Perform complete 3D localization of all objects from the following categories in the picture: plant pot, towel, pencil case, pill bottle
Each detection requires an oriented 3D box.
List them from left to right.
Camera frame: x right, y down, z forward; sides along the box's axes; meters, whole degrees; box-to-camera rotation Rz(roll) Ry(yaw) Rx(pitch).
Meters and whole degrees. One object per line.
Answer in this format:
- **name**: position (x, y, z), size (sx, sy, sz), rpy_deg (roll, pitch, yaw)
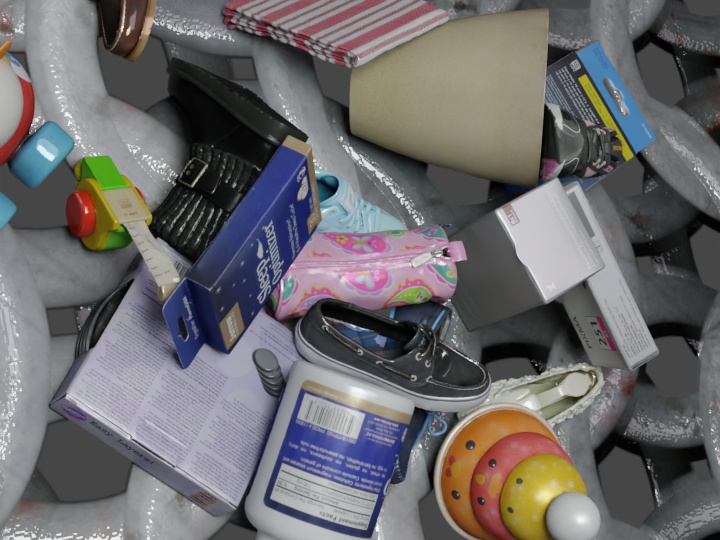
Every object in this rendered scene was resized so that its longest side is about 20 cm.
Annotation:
- **pill bottle**: position (-0.037, 0.192, 1.242), size (0.119, 0.120, 0.201), rpy_deg (21, 87, -26)
- **towel**: position (-0.026, -0.260, 1.425), size (0.146, 0.199, 0.030), rpy_deg (-33, 135, -37)
- **pencil case**: position (0.000, 0.000, 1.361), size (0.199, 0.087, 0.088), rpy_deg (-5, 74, -18)
- **plant pot**: position (0.091, -0.185, 1.451), size (0.199, 0.188, 0.188), rpy_deg (4, 66, 5)

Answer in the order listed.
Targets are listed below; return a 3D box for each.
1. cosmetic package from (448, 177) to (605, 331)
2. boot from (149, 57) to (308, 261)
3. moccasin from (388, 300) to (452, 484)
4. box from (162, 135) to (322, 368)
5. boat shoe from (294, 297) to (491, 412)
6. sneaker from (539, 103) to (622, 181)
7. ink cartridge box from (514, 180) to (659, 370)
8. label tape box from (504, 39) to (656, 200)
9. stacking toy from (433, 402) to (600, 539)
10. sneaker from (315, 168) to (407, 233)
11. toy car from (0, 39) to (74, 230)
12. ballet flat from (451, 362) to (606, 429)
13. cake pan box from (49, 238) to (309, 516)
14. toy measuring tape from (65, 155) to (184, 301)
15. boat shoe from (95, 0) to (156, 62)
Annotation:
- **cosmetic package**: position (0.153, -0.012, 1.416), size (0.090, 0.200, 0.107), rpy_deg (-28, 91, -24)
- **boot**: position (-0.153, -0.104, 1.323), size (0.079, 0.211, 0.158), rpy_deg (22, 102, -43)
- **moccasin**: position (0.053, 0.113, 1.373), size (0.068, 0.081, 0.201), rpy_deg (4, 66, 11)
- **box**: position (-0.100, -0.009, 1.230), size (0.032, 0.121, 0.200), rpy_deg (27, 65, 17)
- **boat shoe**: position (0.038, 0.073, 1.310), size (0.199, 0.066, 0.070), rpy_deg (22, 48, -7)
- **sneaker**: position (0.229, -0.132, 1.436), size (0.086, 0.200, 0.081), rpy_deg (2, 97, 7)
- **ink cartridge box**: position (0.223, 0.006, 1.479), size (0.043, 0.173, 0.201), rpy_deg (-29, 97, -15)
- **label tape box**: position (0.235, -0.164, 1.618), size (0.200, 0.063, 0.145), rpy_deg (-32, 91, -37)
- **stacking toy**: position (0.170, 0.213, 1.331), size (0.145, 0.200, 0.147), rpy_deg (-2, 96, -21)
- **sneaker**: position (-0.025, -0.057, 1.394), size (0.199, 0.082, 0.074), rpy_deg (16, 65, -28)
- **toy car**: position (-0.326, -0.143, 1.155), size (0.184, 0.200, 0.177), rpy_deg (43, 55, -13)
- **ballet flat**: position (0.183, 0.137, 1.470), size (0.199, 0.072, 0.072), rpy_deg (-19, 83, -36)
- **cake pan box**: position (-0.161, 0.095, 1.267), size (0.200, 0.052, 0.185), rpy_deg (36, 54, -18)
- **toy measuring tape**: position (-0.214, -0.027, 1.244), size (0.073, 0.074, 0.200), rpy_deg (-8, 48, -35)
- **boat shoe**: position (-0.239, -0.297, 1.353), size (0.070, 0.070, 0.201), rpy_deg (18, 55, -35)
